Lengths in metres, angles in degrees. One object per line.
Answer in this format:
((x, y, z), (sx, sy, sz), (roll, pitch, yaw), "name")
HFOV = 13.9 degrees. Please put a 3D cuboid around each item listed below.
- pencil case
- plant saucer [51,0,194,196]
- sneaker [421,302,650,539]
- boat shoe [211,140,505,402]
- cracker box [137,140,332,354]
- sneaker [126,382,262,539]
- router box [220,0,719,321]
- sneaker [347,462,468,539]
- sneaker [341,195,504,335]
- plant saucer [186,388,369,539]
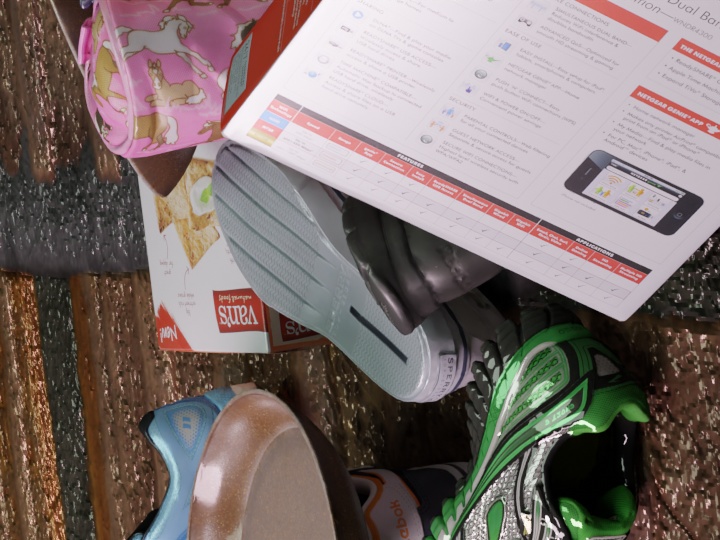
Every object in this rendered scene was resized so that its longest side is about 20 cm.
((-0.030, -0.111, 1.365), (0.083, 0.200, 0.087), (151, 105, -75), "pencil case")
((-0.124, -0.135, 1.482), (0.200, 0.032, 0.201), (-23, -90, -84), "plant saucer")
((0.081, 0.121, 1.364), (0.085, 0.078, 0.200), (42, 132, 47), "sneaker")
((0.000, 0.000, 1.474), (0.200, 0.067, 0.074), (48, 131, 36), "boat shoe")
((-0.070, -0.056, 1.600), (0.134, 0.058, 0.201), (-2, 96, 60), "cracker box")
((-0.086, 0.164, 1.637), (0.078, 0.090, 0.201), (-163, 70, -88), "sneaker")
((0.073, -0.082, 1.181), (0.180, 0.200, 0.049), (-48, 24, 42), "router box")
((-0.008, 0.140, 1.526), (0.200, 0.079, 0.079), (-32, 71, 60), "sneaker")
((0.035, -0.055, 1.408), (0.076, 0.091, 0.200), (56, -165, -43), "sneaker")
((-0.038, 0.159, 1.460), (0.200, 0.032, 0.201), (-179, 90, -66), "plant saucer")
